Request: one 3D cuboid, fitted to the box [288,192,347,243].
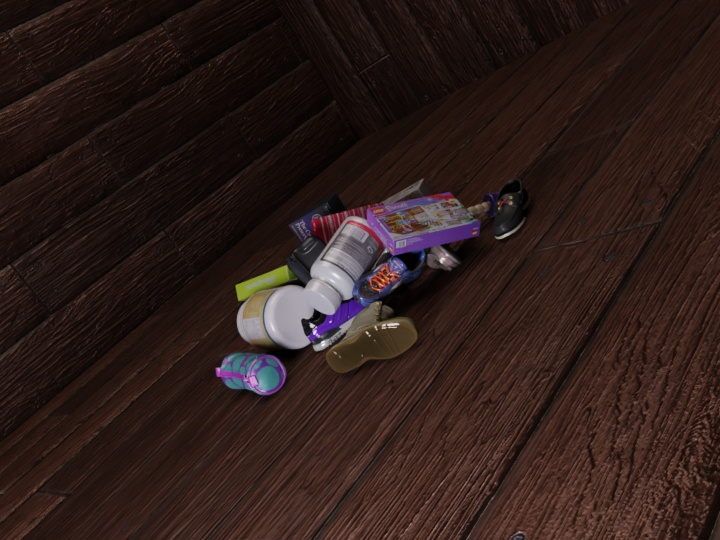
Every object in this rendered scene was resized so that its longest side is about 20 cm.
[{"bbox_3d":[-0.076,-0.084,2.073,0.141,0.201,0.079,-28,15,25],"label":"box"}]

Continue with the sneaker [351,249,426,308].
[{"bbox_3d":[0.060,0.005,1.589,0.200,0.075,0.079,-37,-14,-32],"label":"sneaker"}]

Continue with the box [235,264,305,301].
[{"bbox_3d":[-0.199,0.030,1.926,0.199,0.048,0.122,-20,-12,33],"label":"box"}]

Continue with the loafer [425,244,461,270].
[{"bbox_3d":[0.168,-0.027,1.649,0.063,0.072,0.200,-49,6,9],"label":"loafer"}]

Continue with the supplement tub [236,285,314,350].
[{"bbox_3d":[-0.195,0.114,1.818,0.145,0.145,0.199,-42,16,-29],"label":"supplement tub"}]

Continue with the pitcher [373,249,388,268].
[{"bbox_3d":[0.000,0.000,1.845,0.199,0.122,0.172,-31,33,-13],"label":"pitcher"}]

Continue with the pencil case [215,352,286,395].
[{"bbox_3d":[-0.240,0.223,1.689,0.092,0.086,0.200,-8,0,-29],"label":"pencil case"}]

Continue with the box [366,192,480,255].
[{"bbox_3d":[0.129,-0.100,1.602,0.198,0.039,0.137,-13,37,-18],"label":"box"}]

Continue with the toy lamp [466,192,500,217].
[{"bbox_3d":[0.245,-0.131,1.723,0.199,0.059,0.058,-20,9,-21],"label":"toy lamp"}]

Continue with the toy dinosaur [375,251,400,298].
[{"bbox_3d":[0.068,-0.002,1.694,0.077,0.103,0.200,-16,22,51],"label":"toy dinosaur"}]

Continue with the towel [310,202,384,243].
[{"bbox_3d":[-0.021,-0.079,1.933,0.198,0.146,0.022,-15,11,-18],"label":"towel"}]

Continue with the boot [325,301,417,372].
[{"bbox_3d":[0.039,0.109,1.472,0.199,0.072,0.155,-26,14,32],"label":"boot"}]

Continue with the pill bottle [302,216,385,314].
[{"bbox_3d":[-0.037,-0.009,1.643,0.110,0.111,0.201,-11,39,56],"label":"pill bottle"}]

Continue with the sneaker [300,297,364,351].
[{"bbox_3d":[-0.048,0.077,1.692,0.200,0.100,0.069,-41,14,-18],"label":"sneaker"}]

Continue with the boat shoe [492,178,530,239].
[{"bbox_3d":[0.315,-0.131,1.649,0.073,0.063,0.202,-22,20,32],"label":"boat shoe"}]

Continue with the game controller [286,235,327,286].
[{"bbox_3d":[-0.078,0.013,1.786,0.104,0.200,0.042,-44,-11,-3],"label":"game controller"}]

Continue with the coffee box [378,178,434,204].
[{"bbox_3d":[0.107,-0.137,2.020,0.199,0.115,0.080,-28,16,26],"label":"coffee box"}]
